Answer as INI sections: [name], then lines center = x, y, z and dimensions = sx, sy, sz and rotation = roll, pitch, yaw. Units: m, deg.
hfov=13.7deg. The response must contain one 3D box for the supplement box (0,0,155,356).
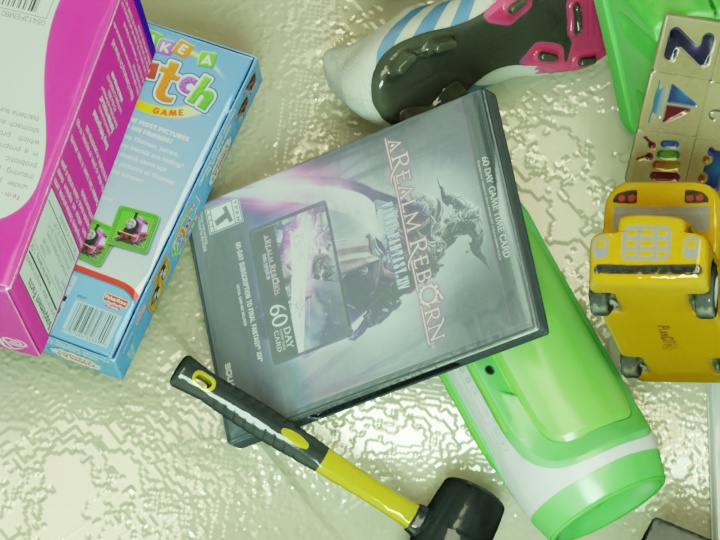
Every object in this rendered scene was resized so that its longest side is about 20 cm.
[supplement box]
center = -0.195, -0.070, 1.629
dimensions = 0.101, 0.103, 0.200
rotation = 15, 68, 11

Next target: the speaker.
[speaker]
center = 0.089, 0.047, 1.654
dimensions = 0.088, 0.088, 0.200
rotation = -25, 73, -11

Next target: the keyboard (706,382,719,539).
[keyboard]
center = 0.224, 0.096, 1.684
dimensions = 0.056, 0.011, 0.200
rotation = 3, 70, -7

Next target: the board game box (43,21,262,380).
[board game box]
center = -0.163, -0.054, 1.695
dimensions = 0.151, 0.037, 0.200
rotation = 19, 71, 13

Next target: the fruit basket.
[fruit basket]
center = 0.231, -0.172, 1.719
dimensions = 0.216, 0.156, 0.216
rotation = -12, 30, 7

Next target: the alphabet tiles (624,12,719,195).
[alphabet tiles]
center = 0.252, -0.079, 1.646
dimensions = 0.200, 0.006, 0.166
rotation = 8, 112, -8

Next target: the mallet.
[mallet]
center = -0.010, 0.099, 1.628
dimensions = 0.200, 0.041, 0.066
rotation = 40, 70, -7

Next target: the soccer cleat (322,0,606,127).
[soccer cleat]
center = 0.068, -0.140, 1.732
dimensions = 0.200, 0.086, 0.070
rotation = -22, 116, -28

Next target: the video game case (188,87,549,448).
[video game case]
center = 0.000, 0.000, 1.646
dimensions = 0.200, 0.019, 0.143
rotation = -22, 68, 26

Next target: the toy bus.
[toy bus]
center = 0.169, 0.009, 1.606
dimensions = 0.065, 0.200, 0.078
rotation = 1, 71, 14

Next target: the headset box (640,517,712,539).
[headset box]
center = 0.210, 0.253, 1.576
dimensions = 0.200, 0.093, 0.174
rotation = 23, 74, 5
